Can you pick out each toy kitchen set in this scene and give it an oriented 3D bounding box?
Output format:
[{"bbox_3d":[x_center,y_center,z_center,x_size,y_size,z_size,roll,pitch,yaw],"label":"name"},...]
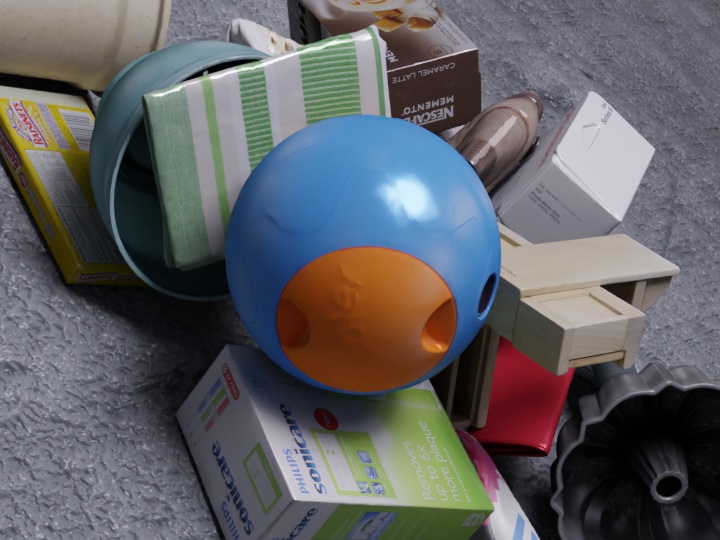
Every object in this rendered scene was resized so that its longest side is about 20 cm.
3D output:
[{"bbox_3d":[0.149,0.069,1.426,0.162,0.182,0.200,-8,27,-33],"label":"toy kitchen set"}]

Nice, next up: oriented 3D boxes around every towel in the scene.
[{"bbox_3d":[-0.064,-0.093,1.347,0.199,0.154,0.023,-20,35,-22],"label":"towel"}]

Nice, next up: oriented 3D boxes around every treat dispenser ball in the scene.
[{"bbox_3d":[0.002,-0.012,1.288,0.200,0.201,0.202,27,33,-19],"label":"treat dispenser ball"}]

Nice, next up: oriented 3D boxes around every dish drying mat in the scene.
[{"bbox_3d":[0.149,0.089,1.561,0.076,0.018,0.201,0,37,21],"label":"dish drying mat"}]

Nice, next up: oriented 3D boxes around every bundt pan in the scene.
[{"bbox_3d":[0.251,0.163,1.506,0.201,0.203,0.076,28,21,-18],"label":"bundt pan"}]

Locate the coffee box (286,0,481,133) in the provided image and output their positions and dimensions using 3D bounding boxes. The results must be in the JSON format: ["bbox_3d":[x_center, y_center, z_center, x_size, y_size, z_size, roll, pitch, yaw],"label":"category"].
[{"bbox_3d":[0.019,-0.206,1.661,0.113,0.080,0.200,-16,39,-16],"label":"coffee box"}]

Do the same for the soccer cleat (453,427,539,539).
[{"bbox_3d":[0.107,0.218,1.409,0.086,0.070,0.201,28,31,-49],"label":"soccer cleat"}]

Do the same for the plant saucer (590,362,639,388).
[{"bbox_3d":[0.242,0.115,1.637,0.201,0.038,0.203,-21,90,-84],"label":"plant saucer"}]

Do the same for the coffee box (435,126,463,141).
[{"bbox_3d":[0.046,-0.145,1.758,0.079,0.113,0.201,23,34,-24],"label":"coffee box"}]

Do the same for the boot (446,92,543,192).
[{"bbox_3d":[0.083,-0.082,1.597,0.070,0.200,0.146,52,38,-5],"label":"boot"}]

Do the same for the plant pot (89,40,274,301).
[{"bbox_3d":[-0.131,-0.096,1.402,0.199,0.202,0.134,12,19,-37],"label":"plant pot"}]

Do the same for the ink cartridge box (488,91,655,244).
[{"bbox_3d":[0.154,-0.043,1.572,0.084,0.200,0.146,41,37,-5],"label":"ink cartridge box"}]

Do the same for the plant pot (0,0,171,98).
[{"bbox_3d":[-0.284,-0.238,1.477,0.182,0.201,0.201,-6,52,-36],"label":"plant pot"}]

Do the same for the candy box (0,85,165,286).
[{"bbox_3d":[-0.231,-0.069,1.445,0.102,0.026,0.201,1,48,-45],"label":"candy box"}]

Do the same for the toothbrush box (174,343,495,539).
[{"bbox_3d":[-0.019,0.144,1.339,0.199,0.086,0.146,9,41,-39],"label":"toothbrush box"}]

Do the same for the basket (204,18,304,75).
[{"bbox_3d":[-0.067,-0.098,1.559,0.123,0.136,0.201,13,39,-43],"label":"basket"}]
